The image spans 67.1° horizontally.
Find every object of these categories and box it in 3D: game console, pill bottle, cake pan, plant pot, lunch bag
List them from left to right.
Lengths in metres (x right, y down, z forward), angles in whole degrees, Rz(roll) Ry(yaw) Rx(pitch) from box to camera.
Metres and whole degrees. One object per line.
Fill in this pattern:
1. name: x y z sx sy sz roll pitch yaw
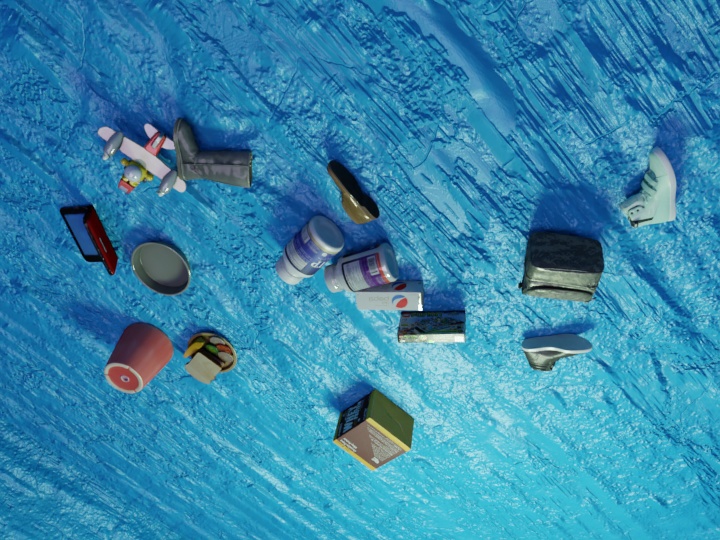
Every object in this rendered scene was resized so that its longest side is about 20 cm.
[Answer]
1. game console: -0.848 -0.088 1.682 0.118 0.173 0.202 -17 122 -8
2. plant pot: -0.783 0.316 1.897 0.198 0.178 0.202 6 125 8
3. cake pan: -0.629 -0.011 1.730 0.198 0.037 0.202 6 125 8
4. pill bottle: -0.151 -0.051 1.549 0.119 0.120 0.200 40 123 -15
5. pill bottle: 0.000 0.000 1.556 0.198 0.112 0.112 -16 119 22
6. lunch bag: 0.530 0.006 1.437 0.198 0.140 0.169 6 141 9

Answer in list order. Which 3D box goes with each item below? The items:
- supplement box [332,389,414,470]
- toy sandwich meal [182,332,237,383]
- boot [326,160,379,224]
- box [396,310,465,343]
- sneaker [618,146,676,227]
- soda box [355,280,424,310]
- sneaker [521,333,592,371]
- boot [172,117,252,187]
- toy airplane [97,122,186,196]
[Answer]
1. supplement box: 0.047 0.562 1.909 0.197 0.133 0.200 40 122 -15
2. toy sandwich meal: -0.531 0.305 1.900 0.203 0.070 0.207 6 124 8
3. boot: -0.036 -0.203 1.457 0.075 0.074 0.200 -22 119 35
4. box: 0.214 0.168 1.623 0.198 0.110 0.035 -3 123 13
5. sneaker: 0.682 -0.189 1.300 0.117 0.074 0.202 -16 121 14
6. soda box: 0.088 0.073 1.615 0.198 0.064 0.069 0 124 12
7. sneaker: 0.590 0.250 1.625 0.198 0.071 0.100 -6 124 23
8. boot: -0.391 -0.314 1.455 0.198 0.073 0.184 5 119 8
9. toy airplane: -0.588 -0.293 1.467 0.198 0.142 0.201 0 128 4
